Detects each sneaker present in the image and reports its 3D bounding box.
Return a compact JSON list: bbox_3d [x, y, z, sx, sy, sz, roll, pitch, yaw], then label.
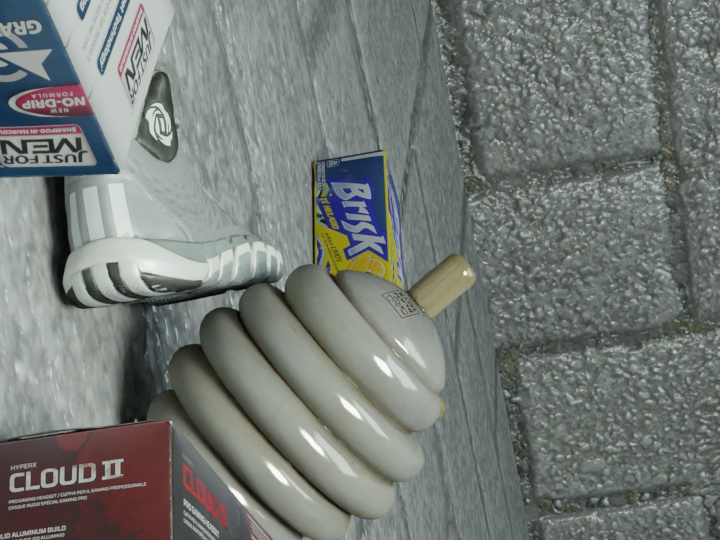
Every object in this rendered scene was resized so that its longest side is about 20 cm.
[{"bbox_3d":[-0.090,-0.044,0.818,0.200,0.075,0.116,2,78,-80],"label":"sneaker"}]

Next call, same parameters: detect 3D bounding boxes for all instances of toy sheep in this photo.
[{"bbox_3d":[-0.024,0.063,0.810,0.138,0.200,0.138,44,2,-2],"label":"toy sheep"}]

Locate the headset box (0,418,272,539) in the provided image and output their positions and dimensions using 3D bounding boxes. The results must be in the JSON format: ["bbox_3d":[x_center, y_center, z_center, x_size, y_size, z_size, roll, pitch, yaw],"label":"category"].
[{"bbox_3d":[-0.083,0.159,0.651,0.149,0.077,0.200,65,20,-61],"label":"headset box"}]

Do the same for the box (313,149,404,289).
[{"bbox_3d":[0.000,0.000,1.399,0.070,0.064,0.200,71,13,-51],"label":"box"}]

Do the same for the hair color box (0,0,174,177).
[{"bbox_3d":[-0.132,-0.137,0.628,0.200,0.060,0.100,72,23,-47],"label":"hair color box"}]
